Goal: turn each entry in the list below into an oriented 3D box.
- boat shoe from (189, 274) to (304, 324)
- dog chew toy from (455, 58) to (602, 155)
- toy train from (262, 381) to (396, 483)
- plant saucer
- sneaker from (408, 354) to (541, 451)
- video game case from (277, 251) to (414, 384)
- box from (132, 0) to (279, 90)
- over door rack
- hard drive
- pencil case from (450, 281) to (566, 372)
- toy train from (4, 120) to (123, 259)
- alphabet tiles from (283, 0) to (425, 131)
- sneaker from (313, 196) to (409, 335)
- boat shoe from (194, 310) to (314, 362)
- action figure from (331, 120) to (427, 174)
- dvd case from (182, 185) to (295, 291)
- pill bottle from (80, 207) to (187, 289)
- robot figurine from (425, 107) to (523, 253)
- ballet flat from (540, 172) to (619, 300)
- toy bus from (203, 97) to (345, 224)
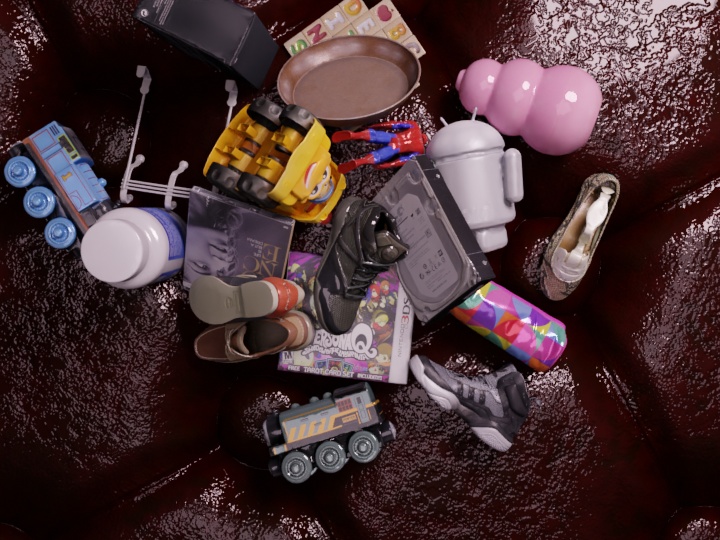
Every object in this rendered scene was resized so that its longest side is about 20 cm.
[{"bbox_3d":[-0.168,0.038,1.082,0.200,0.062,0.071,-4,94,41],"label":"boat shoe"},{"bbox_3d":[0.231,-0.240,1.067,0.200,0.125,0.125,20,95,10],"label":"dog chew toy"},{"bbox_3d":[-0.050,0.243,1.138,0.200,0.085,0.114,-18,81,6],"label":"toy train"},{"bbox_3d":[-0.015,-0.261,1.058,0.200,0.201,0.035,-5,137,3],"label":"plant saucer"},{"bbox_3d":[0.172,0.167,1.122,0.200,0.075,0.114,41,95,-7],"label":"sneaker"},{"bbox_3d":[-0.018,0.070,1.141,0.199,0.036,0.182,7,93,3],"label":"video game case"},{"bbox_3d":[-0.202,-0.324,1.037,0.141,0.200,0.079,29,95,0],"label":"box"},{"bbox_3d":[-0.264,-0.187,1.121,0.147,0.067,0.201,8,88,1],"label":"over door rack"},{"bbox_3d":[0.090,-0.041,1.056,0.140,0.038,0.200,-43,65,46],"label":"hard drive"},{"bbox_3d":[0.205,0.065,1.106,0.200,0.088,0.088,34,95,-2],"label":"pencil case"},{"bbox_3d":[-0.435,-0.117,1.124,0.114,0.087,0.200,-33,90,-1],"label":"toy train"},{"bbox_3d":[-0.013,-0.306,1.126,0.200,0.006,0.167,-34,92,5],"label":"alphabet tiles"},{"bbox_3d":[0.000,0.000,1.060,0.076,0.114,0.200,16,90,-40],"label":"sneaker"},{"bbox_3d":[-0.167,0.096,1.113,0.200,0.072,0.076,-15,85,24],"label":"boat shoe"},{"bbox_3d":[0.035,-0.174,1.052,0.052,0.200,0.066,-10,95,41],"label":"action figure"},{"bbox_3d":[-0.180,-0.020,1.092,0.148,0.016,0.200,19,135,1],"label":"dvd case"},{"bbox_3d":[-0.314,-0.033,1.066,0.112,0.200,0.112,0,94,3],"label":"pill bottle"},{"bbox_3d":[0.156,-0.125,1.076,0.169,0.113,0.201,-7,96,39],"label":"robot figurine"},{"bbox_3d":[0.317,-0.048,1.094,0.068,0.075,0.200,24,96,0],"label":"ballet flat"},{"bbox_3d":[-0.091,-0.126,1.051,0.192,0.200,0.136,39,79,-38],"label":"toy bus"}]
